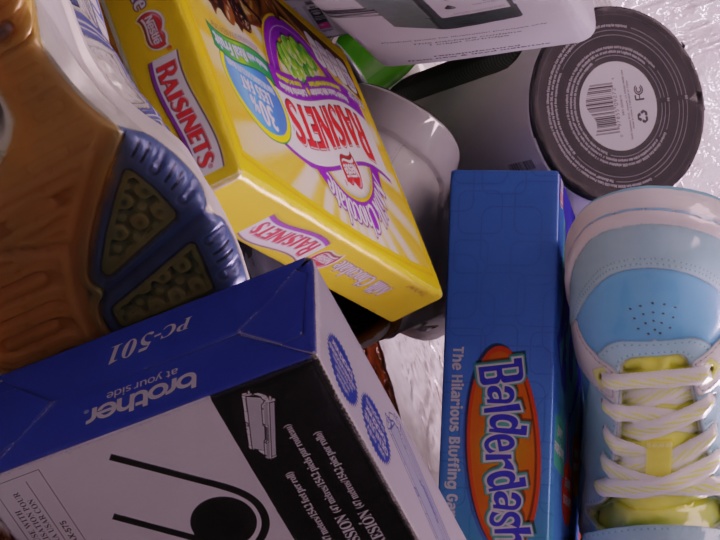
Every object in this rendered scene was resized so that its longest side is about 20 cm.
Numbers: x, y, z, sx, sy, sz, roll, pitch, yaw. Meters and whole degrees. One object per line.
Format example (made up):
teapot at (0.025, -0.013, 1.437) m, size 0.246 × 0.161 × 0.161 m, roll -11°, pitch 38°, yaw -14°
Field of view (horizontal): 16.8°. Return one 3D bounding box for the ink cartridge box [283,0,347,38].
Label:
ink cartridge box at (-0.047, -0.195, 0.801) m, size 0.200 × 0.043 × 0.198 m, roll 50°, pitch 32°, yaw -76°

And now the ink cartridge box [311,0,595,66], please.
ink cartridge box at (0.021, -0.156, 0.792) m, size 0.200 × 0.083 × 0.147 m, roll 23°, pitch 61°, yaw -78°

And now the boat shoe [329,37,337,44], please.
boat shoe at (-0.036, -0.140, 0.962) m, size 0.069 × 0.074 × 0.201 m, roll 110°, pitch -13°, yaw -56°

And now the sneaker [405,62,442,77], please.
sneaker at (0.018, -0.072, 1.156) m, size 0.080 × 0.073 × 0.201 m, roll -17°, pitch 82°, yaw -63°

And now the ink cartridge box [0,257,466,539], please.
ink cartridge box at (-0.013, 0.097, 0.653) m, size 0.044 × 0.093 × 0.201 m, roll -93°, pitch 159°, yaw -54°

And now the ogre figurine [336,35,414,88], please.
ogre figurine at (0.005, -0.132, 1.037) m, size 0.200 × 0.119 × 0.099 m, roll -71°, pitch 140°, yaw -70°

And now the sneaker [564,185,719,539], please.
sneaker at (0.113, 0.068, 0.887) m, size 0.200 × 0.079 × 0.131 m, roll 73°, pitch 19°, yaw -55°

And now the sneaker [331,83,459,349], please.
sneaker at (0.000, 0.000, 0.982) m, size 0.085 × 0.072 × 0.200 m, roll -61°, pitch 163°, yaw -15°

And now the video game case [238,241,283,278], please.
video game case at (-0.024, 0.066, 0.837) m, size 0.143 × 0.019 × 0.201 m, roll -16°, pitch 87°, yaw -78°

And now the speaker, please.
speaker at (0.061, -0.055, 1.029) m, size 0.200 × 0.081 × 0.082 m, roll -11°, pitch -79°, yaw 67°

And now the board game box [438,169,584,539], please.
board game box at (0.061, 0.076, 0.942) m, size 0.152 × 0.045 × 0.202 m, roll 48°, pitch 43°, yaw -75°

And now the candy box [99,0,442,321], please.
candy box at (-0.028, -0.048, 0.765) m, size 0.103 × 0.026 × 0.200 m, roll 70°, pitch 13°, yaw 16°

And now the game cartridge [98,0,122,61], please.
game cartridge at (-0.094, -0.128, 0.771) m, size 0.201 × 0.032 × 0.177 m, roll 59°, pitch 13°, yaw -33°

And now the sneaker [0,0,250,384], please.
sneaker at (-0.080, -0.044, 0.633) m, size 0.088 × 0.075 × 0.201 m, roll -90°, pitch 157°, yaw -59°
